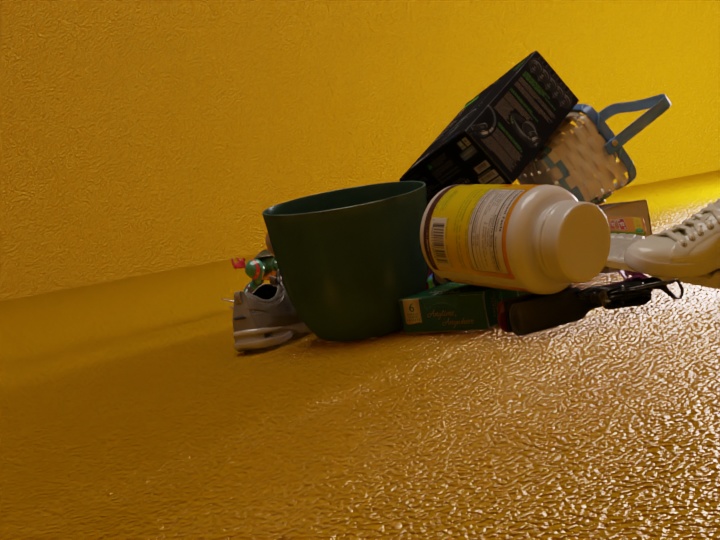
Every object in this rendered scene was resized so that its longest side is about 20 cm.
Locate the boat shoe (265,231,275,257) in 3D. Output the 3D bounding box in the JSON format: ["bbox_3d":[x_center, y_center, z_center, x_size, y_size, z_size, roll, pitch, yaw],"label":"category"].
[{"bbox_3d":[-0.034,0.000,1.351,0.199,0.071,0.069,33,-12,8],"label":"boat shoe"}]

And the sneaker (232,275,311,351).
[{"bbox_3d":[-0.095,0.044,1.307,0.074,0.083,0.200,-8,6,26],"label":"sneaker"}]

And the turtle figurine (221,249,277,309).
[{"bbox_3d":[-0.137,0.010,1.722,0.148,0.102,0.199,-6,1,39],"label":"turtle figurine"}]

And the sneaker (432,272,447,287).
[{"bbox_3d":[0.182,-0.029,1.319,0.197,0.076,0.115,-14,-38,7],"label":"sneaker"}]

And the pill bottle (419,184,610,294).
[{"bbox_3d":[0.159,-0.034,1.055,0.108,0.111,0.199,-13,12,-34],"label":"pill bottle"}]

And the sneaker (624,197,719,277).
[{"bbox_3d":[0.368,-0.048,1.070,0.197,0.086,0.073,-10,25,-15],"label":"sneaker"}]

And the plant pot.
[{"bbox_3d":[-0.007,-0.009,1.223,0.198,0.163,0.201,-9,11,2],"label":"plant pot"}]

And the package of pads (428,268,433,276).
[{"bbox_3d":[0.111,-0.080,1.437,0.199,0.122,0.075,-36,11,-33],"label":"package of pads"}]

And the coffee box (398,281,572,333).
[{"bbox_3d":[0.149,0.030,1.187,0.122,0.045,0.199,-6,6,38],"label":"coffee box"}]

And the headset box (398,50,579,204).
[{"bbox_3d":[0.174,-0.177,1.352,0.200,0.093,0.174,-48,9,-31],"label":"headset box"}]

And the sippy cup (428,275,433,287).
[{"bbox_3d":[0.052,-0.031,1.503,0.138,0.132,0.177,-4,3,33],"label":"sippy cup"}]

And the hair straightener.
[{"bbox_3d":[0.244,0.036,1.036,0.197,0.042,0.077,-7,5,-10],"label":"hair straightener"}]

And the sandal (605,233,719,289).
[{"bbox_3d":[0.330,0.001,1.138,0.082,0.051,0.201,-19,24,-37],"label":"sandal"}]

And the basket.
[{"bbox_3d":[0.318,-0.173,1.411,0.200,0.139,0.176,-43,10,-7],"label":"basket"}]

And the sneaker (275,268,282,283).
[{"bbox_3d":[-0.073,0.023,1.476,0.076,0.083,0.199,-14,8,-37],"label":"sneaker"}]

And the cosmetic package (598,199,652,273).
[{"bbox_3d":[0.304,-0.044,1.440,0.102,0.089,0.199,-13,6,-36],"label":"cosmetic package"}]

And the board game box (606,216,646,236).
[{"bbox_3d":[0.239,-0.036,1.243,0.197,0.030,0.096,-1,-26,-16],"label":"board game box"}]

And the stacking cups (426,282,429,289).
[{"bbox_3d":[0.000,0.000,1.392,0.198,0.061,0.060,20,22,32],"label":"stacking cups"}]
